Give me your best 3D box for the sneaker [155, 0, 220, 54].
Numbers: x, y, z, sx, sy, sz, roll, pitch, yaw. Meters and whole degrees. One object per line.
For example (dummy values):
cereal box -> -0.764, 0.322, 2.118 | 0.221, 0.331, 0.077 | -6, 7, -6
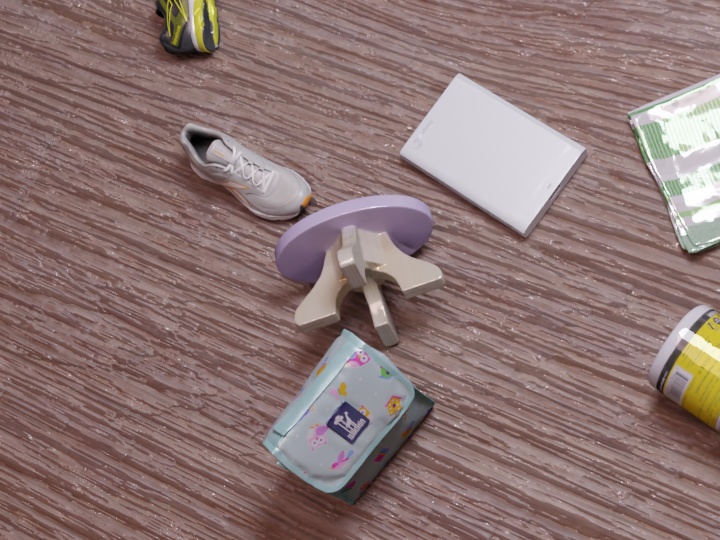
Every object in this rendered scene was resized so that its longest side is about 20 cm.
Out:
sneaker -> -0.250, -0.393, 1.852 | 0.084, 0.074, 0.200 | -11, 70, 14

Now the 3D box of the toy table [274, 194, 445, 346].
toy table -> 0.000, 0.000, 1.605 | 0.200, 0.184, 0.117 | -26, 50, 17

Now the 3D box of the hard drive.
hard drive -> 0.166, -0.147, 1.669 | 0.200, 0.026, 0.132 | 35, 86, 23

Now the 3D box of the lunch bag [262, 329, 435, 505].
lunch bag -> -0.020, 0.168, 1.531 | 0.122, 0.200, 0.170 | 39, 86, 24

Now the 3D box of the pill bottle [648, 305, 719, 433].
pill bottle -> 0.426, 0.134, 1.450 | 0.200, 0.111, 0.111 | 36, 86, 23

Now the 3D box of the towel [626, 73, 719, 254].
towel -> 0.422, -0.132, 1.585 | 0.152, 0.023, 0.200 | -23, 67, 9

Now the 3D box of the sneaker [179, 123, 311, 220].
sneaker -> -0.158, -0.130, 1.729 | 0.200, 0.092, 0.076 | 26, 82, 23
